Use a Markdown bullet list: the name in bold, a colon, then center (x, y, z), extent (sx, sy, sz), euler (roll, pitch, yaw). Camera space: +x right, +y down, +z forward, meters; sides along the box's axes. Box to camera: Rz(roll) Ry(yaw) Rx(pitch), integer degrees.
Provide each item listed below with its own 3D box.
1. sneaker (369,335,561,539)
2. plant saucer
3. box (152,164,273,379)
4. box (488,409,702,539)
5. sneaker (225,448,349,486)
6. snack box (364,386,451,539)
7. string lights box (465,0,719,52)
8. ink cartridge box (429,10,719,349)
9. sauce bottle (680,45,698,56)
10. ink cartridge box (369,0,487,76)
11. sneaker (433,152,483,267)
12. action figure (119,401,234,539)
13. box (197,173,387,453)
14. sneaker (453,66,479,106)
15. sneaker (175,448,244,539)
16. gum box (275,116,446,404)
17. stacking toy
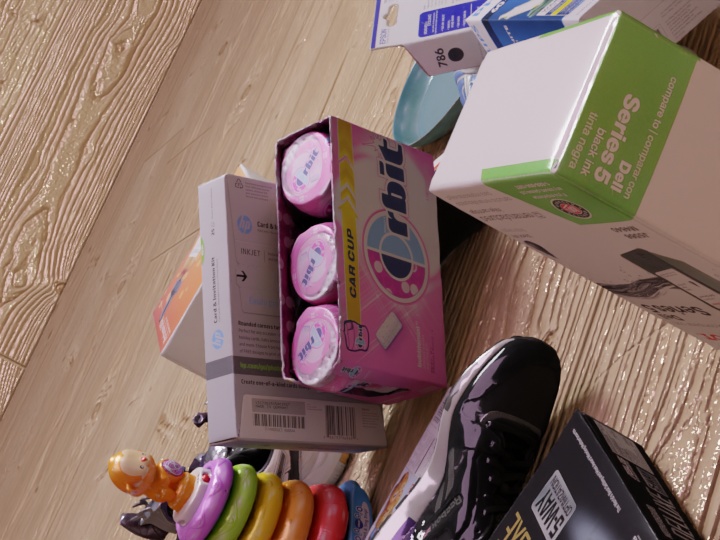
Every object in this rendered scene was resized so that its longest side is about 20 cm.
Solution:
- **sneaker**: center (0.081, 0.142, 0.924), extent (0.202, 0.075, 0.087), euler (-63, 32, 8)
- **plant saucer**: center (0.096, -0.202, 1.446), extent (0.201, 0.027, 0.201), euler (-52, 21, 28)
- **box**: center (-0.129, 0.009, 1.623), extent (0.201, 0.106, 0.152), euler (-59, 18, 7)
- **box**: center (0.113, 0.187, 0.765), extent (0.159, 0.049, 0.200), euler (-57, 18, 14)
- **sneaker**: center (-0.092, 0.197, 1.264), extent (0.201, 0.087, 0.076), euler (-60, 19, 10)
- **snack box**: center (0.033, 0.180, 1.041), extent (0.201, 0.024, 0.072), euler (-61, 18, 1)
- **string lights box**: center (0.159, -0.182, 1.039), extent (0.103, 0.059, 0.200), euler (-41, 18, -8)
- **ink cartridge box**: center (0.156, -0.035, 0.736), extent (0.085, 0.199, 0.145), euler (-66, 18, -9)
- **sauce bottle**: center (0.160, -0.103, 1.048), extent (0.200, 0.066, 0.067), euler (-31, 34, 54)
- **ink cartridge box**: center (0.109, -0.210, 1.213), extent (0.198, 0.039, 0.100), euler (-9, 39, 14)
- **sneaker**: center (0.044, -0.032, 1.264), extent (0.203, 0.067, 0.108), euler (-62, 20, 7)
- **action figure**: center (-0.154, 0.199, 1.471), extent (0.200, 0.069, 0.131), euler (-42, 20, 39)
- **box**: center (-0.052, 0.037, 1.161), extent (0.041, 0.155, 0.203), euler (-16, 73, 44)
- **sneaker**: center (0.128, -0.143, 1.224), extent (0.201, 0.075, 0.078), euler (-115, 16, -58)
- **sneaker**: center (-0.128, 0.227, 1.362), extent (0.104, 0.060, 0.202), euler (-1, 65, 65)
- **gum box**: center (0.000, 0.000, 1.131), extent (0.066, 0.113, 0.202), euler (-21, 63, 41)
- **stacking toy**: center (-0.098, 0.182, 1.115), extent (0.110, 0.199, 0.117), euler (-51, 19, 29)
